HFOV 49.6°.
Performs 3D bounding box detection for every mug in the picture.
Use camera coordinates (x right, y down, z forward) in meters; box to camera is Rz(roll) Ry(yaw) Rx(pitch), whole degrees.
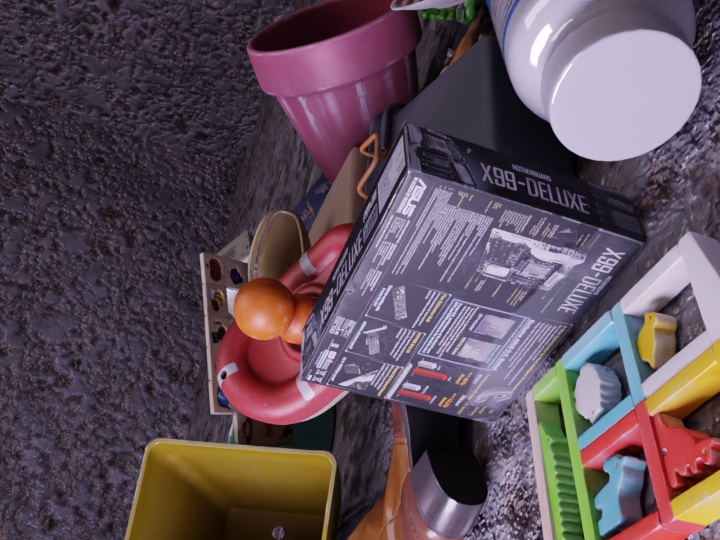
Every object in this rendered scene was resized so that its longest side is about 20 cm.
[{"bbox_3d":[-0.118,0.231,1.052,0.185,0.114,0.152,124,156,-50],"label":"mug"}]

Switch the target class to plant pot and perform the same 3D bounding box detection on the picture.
[{"bbox_3d":[-0.113,0.300,0.800,0.177,0.199,0.201,67,-152,-61],"label":"plant pot"},{"bbox_3d":[-0.011,-0.211,0.915,0.200,0.199,0.179,-104,-6,-61],"label":"plant pot"}]

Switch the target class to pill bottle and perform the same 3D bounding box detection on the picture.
[{"bbox_3d":[0.142,-0.160,0.492,0.200,0.112,0.112,-93,23,-47],"label":"pill bottle"}]

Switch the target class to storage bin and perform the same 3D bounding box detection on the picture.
[{"bbox_3d":[0.083,-0.081,0.610,0.134,0.145,0.201,-43,34,46],"label":"storage bin"}]

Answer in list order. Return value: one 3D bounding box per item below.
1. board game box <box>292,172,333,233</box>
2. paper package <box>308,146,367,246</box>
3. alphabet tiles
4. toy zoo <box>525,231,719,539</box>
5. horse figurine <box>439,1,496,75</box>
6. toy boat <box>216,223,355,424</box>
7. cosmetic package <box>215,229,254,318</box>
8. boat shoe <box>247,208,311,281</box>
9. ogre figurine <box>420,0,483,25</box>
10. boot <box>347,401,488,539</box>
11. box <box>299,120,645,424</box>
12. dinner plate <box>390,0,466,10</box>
[{"bbox_3d":[-0.046,-0.088,1.052,0.200,0.035,0.136,-54,-6,-20],"label":"board game box"},{"bbox_3d":[0.000,0.000,0.873,0.191,0.103,0.200,120,160,-44],"label":"paper package"},{"bbox_3d":[-0.111,0.090,0.851,0.008,0.167,0.201,-14,74,28],"label":"alphabet tiles"},{"bbox_3d":[0.151,0.072,0.407,0.200,0.020,0.132,120,159,-46],"label":"toy zoo"},{"bbox_3d":[0.105,-0.193,0.754,0.200,0.050,0.133,136,154,-70],"label":"horse figurine"},{"bbox_3d":[-0.057,0.043,0.672,0.200,0.131,0.131,-43,52,20],"label":"toy boat"},{"bbox_3d":[-0.105,0.053,1.004,0.073,0.200,0.104,-38,21,5],"label":"cosmetic package"},{"bbox_3d":[-0.083,0.026,0.806,0.076,0.071,0.201,112,159,-75],"label":"boat shoe"},{"bbox_3d":[0.101,-0.354,0.883,0.200,0.098,0.120,-71,-15,-63],"label":"ogre figurine"},{"bbox_3d":[0.033,0.188,0.664,0.189,0.068,0.200,-110,36,-48],"label":"boot"},{"bbox_3d":[0.063,0.014,0.521,0.050,0.157,0.200,-91,21,-47],"label":"box"},{"bbox_3d":[0.118,-0.265,0.660,0.200,0.024,0.200,-25,22,11],"label":"dinner plate"}]
